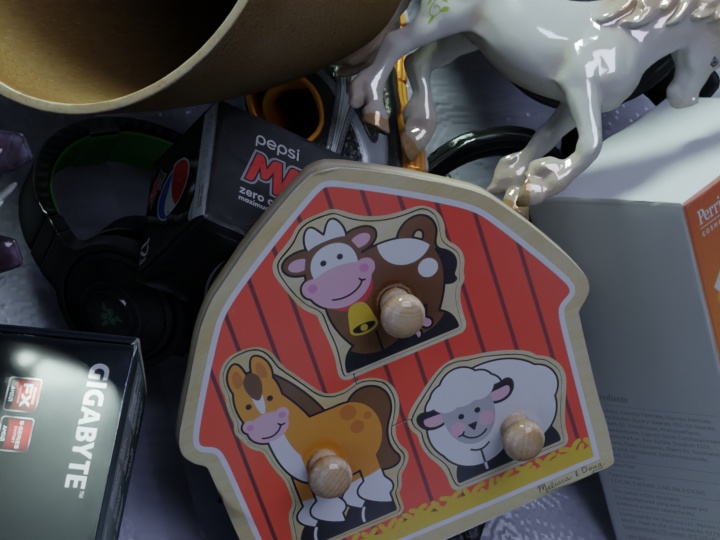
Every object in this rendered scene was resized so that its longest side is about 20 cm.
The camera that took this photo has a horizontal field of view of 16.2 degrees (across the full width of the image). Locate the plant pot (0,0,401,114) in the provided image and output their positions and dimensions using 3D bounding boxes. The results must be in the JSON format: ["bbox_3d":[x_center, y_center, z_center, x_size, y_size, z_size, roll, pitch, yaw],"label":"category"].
[{"bbox_3d":[-0.061,-0.151,1.098,0.200,0.186,0.187,6,55,-60],"label":"plant pot"}]

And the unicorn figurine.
[{"bbox_3d":[0.088,-0.096,1.179,0.199,0.074,0.138,31,83,-3],"label":"unicorn figurine"}]

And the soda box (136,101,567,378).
[{"bbox_3d":[0.000,0.000,1.156,0.199,0.063,0.071,23,51,-25],"label":"soda box"}]

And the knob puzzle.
[{"bbox_3d":[0.012,0.043,1.112,0.218,0.221,0.030,15,20,-22],"label":"knob puzzle"}]

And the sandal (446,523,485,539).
[{"bbox_3d":[0.045,0.086,1.234,0.075,0.048,0.201,37,63,-7],"label":"sandal"}]

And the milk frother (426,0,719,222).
[{"bbox_3d":[0.069,-0.128,1.324,0.181,0.199,0.188,60,-1,-31],"label":"milk frother"}]

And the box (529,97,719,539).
[{"bbox_3d":[0.176,0.031,1.244,0.124,0.097,0.201,-34,117,-39],"label":"box"}]

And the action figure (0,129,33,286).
[{"bbox_3d":[-0.191,0.021,0.988,0.069,0.131,0.200,3,32,16],"label":"action figure"}]

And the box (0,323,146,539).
[{"bbox_3d":[-0.182,0.114,1.034,0.157,0.046,0.201,5,55,6],"label":"box"}]

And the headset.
[{"bbox_3d":[-0.086,0.016,1.189,0.123,0.094,0.200,-11,54,-41],"label":"headset"}]

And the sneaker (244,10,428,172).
[{"bbox_3d":[-0.021,-0.095,1.253,0.077,0.078,0.201,18,36,-29],"label":"sneaker"}]
